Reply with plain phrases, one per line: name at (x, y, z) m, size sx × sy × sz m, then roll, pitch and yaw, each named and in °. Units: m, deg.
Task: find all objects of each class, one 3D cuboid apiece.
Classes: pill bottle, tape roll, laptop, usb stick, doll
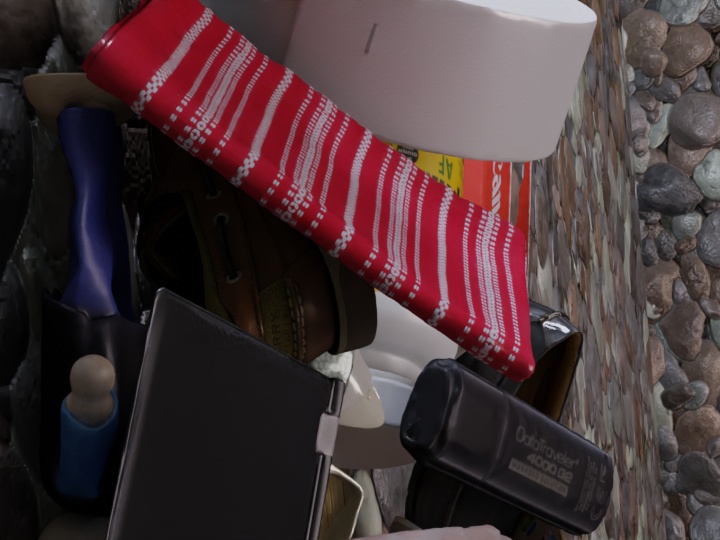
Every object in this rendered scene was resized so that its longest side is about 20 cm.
pill bottle at (0.000, 0.000, 0.897) m, size 0.113 × 0.112 × 0.202 m, roll 55°, pitch 35°, yaw -60°
tape roll at (0.012, -0.121, 0.802) m, size 0.202 × 0.201 × 0.071 m, roll -42°, pitch 151°, yaw -70°
laptop at (-0.081, 0.119, 0.574) m, size 0.115 × 0.199 × 0.189 m, roll 18°, pitch 76°, yaw -29°
usb stick at (0.084, 0.099, 0.884) m, size 0.200 × 0.032 × 0.056 m, roll 31°, pitch 70°, yaw -51°
doll at (-0.104, 0.031, 0.638) m, size 0.136 × 0.048 × 0.202 m, roll 128°, pitch -39°, yaw -83°

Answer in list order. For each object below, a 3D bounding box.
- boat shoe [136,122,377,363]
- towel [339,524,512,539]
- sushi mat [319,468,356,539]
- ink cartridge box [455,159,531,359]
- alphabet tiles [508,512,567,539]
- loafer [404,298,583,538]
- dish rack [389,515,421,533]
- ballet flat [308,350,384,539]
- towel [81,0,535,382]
boat shoe at (-0.063, -0.025, 0.692) m, size 0.200 × 0.067 × 0.073 m, roll -135°, pitch -146°, yaw -55°
towel at (0.040, 0.178, 0.678) m, size 0.190 × 0.200 × 0.033 m, roll 0°, pitch 116°, yaw -38°
sushi mat at (-0.018, 0.153, 0.969) m, size 0.096 × 0.012 × 0.202 m, roll -21°, pitch 106°, yaw -72°
ink cartridge box at (0.041, -0.026, 0.976) m, size 0.200 × 0.047 × 0.162 m, roll 132°, pitch -35°, yaw -60°
alphabet tiles at (0.080, 0.228, 0.976) m, size 0.007 × 0.168 × 0.201 m, roll 20°, pitch 29°, yaw -27°
loafer at (0.079, 0.114, 0.969) m, size 0.072 × 0.072 × 0.202 m, roll 7°, pitch 96°, yaw -40°
dish rack at (0.031, 0.250, 0.914) m, size 0.171 × 0.043 × 0.202 m, roll -170°, pitch -107°, yaw -74°
ballet flat at (-0.029, 0.086, 0.763) m, size 0.069 × 0.071 × 0.202 m, roll 13°, pitch -90°, yaw 67°
towel at (-0.012, -0.041, 0.645) m, size 0.199 × 0.023 × 0.145 m, roll 36°, pitch 18°, yaw -7°
